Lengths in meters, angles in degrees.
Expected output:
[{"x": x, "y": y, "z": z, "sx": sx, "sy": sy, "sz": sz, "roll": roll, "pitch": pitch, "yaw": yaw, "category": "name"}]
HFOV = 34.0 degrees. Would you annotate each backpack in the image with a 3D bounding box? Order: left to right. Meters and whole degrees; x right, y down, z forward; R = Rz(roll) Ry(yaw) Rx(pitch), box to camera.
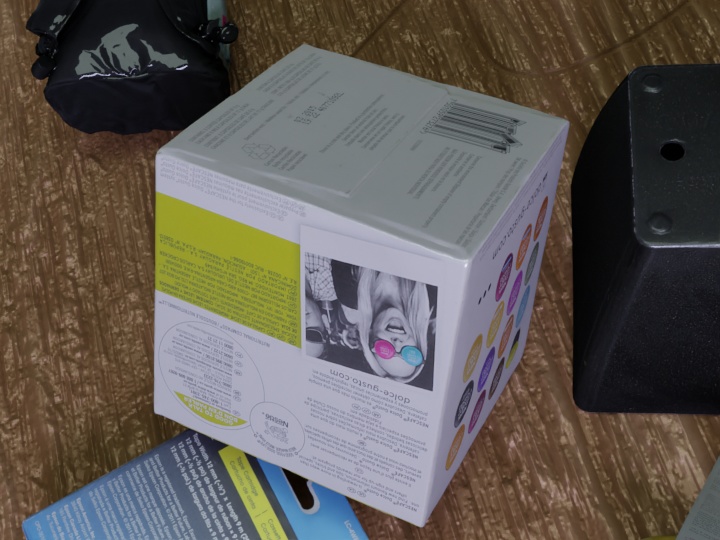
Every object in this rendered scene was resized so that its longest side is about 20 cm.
[{"x": -0.186, "y": -0.214, "z": 0.989, "sx": 0.165, "sy": 0.127, "sz": 0.202, "roll": -2, "pitch": 59, "yaw": -6, "category": "backpack"}]

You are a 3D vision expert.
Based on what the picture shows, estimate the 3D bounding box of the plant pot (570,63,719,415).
[{"x": 0.241, "y": -0.031, "z": 0.789, "sx": 0.197, "sy": 0.178, "sz": 0.202, "roll": 0, "pitch": 60, "yaw": 10, "category": "plant pot"}]

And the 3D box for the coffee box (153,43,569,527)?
[{"x": 0.000, "y": 0.000, "z": 0.761, "sx": 0.198, "sy": 0.200, "sz": 0.200, "roll": 19, "pitch": 35, "yaw": 18, "category": "coffee box"}]

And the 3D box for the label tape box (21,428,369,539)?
[{"x": -0.105, "y": 0.187, "z": 0.788, "sx": 0.198, "sy": 0.066, "sz": 0.144, "roll": -28, "pitch": 61, "yaw": -10, "category": "label tape box"}]

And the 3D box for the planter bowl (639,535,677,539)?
[{"x": 0.219, "y": 0.247, "z": 0.667, "sx": 0.199, "sy": 0.200, "sz": 0.084, "roll": 30, "pitch": 113, "yaw": 22, "category": "planter bowl"}]

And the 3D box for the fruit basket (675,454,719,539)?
[{"x": 0.280, "y": 0.170, "z": 0.671, "sx": 0.184, "sy": 0.095, "sz": 0.200, "roll": 24, "pitch": 23, "yaw": 20, "category": "fruit basket"}]
